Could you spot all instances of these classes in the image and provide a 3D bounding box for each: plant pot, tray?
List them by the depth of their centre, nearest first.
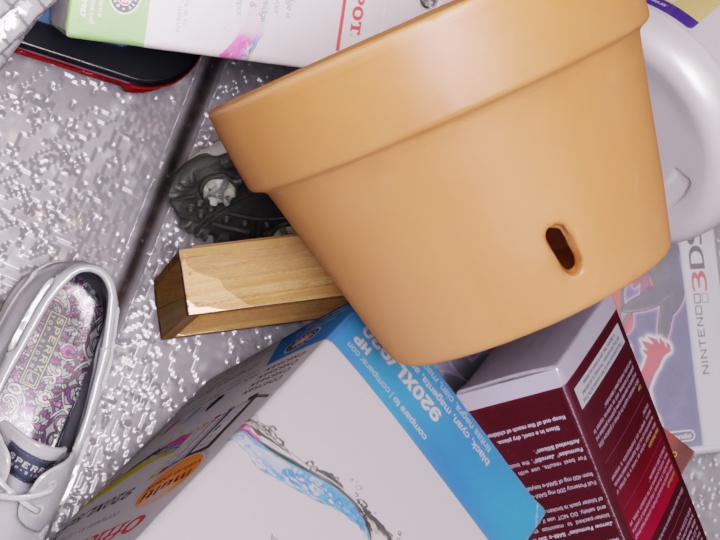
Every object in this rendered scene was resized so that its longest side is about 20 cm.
[{"bbox_3d":[0.049,-0.048,0.817,0.200,0.200,0.141,-26,97,-24],"label":"plant pot"},{"bbox_3d":[0.000,0.000,0.936,0.199,0.099,0.037,-6,83,-15],"label":"tray"}]

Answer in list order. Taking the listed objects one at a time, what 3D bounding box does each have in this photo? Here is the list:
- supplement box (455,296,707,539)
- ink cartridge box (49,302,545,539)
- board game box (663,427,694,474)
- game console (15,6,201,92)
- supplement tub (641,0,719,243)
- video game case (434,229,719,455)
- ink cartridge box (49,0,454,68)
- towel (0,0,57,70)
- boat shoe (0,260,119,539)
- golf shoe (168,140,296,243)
[{"bbox_3d":[0.126,0.125,0.941,0.201,0.061,0.109,67,27,-10],"label":"supplement box"},{"bbox_3d":[-0.045,0.139,0.855,0.145,0.147,0.200,53,45,-8],"label":"ink cartridge box"},{"bbox_3d":[0.096,0.157,1.000,0.103,0.019,0.200,36,77,-21],"label":"board game box"},{"bbox_3d":[-0.164,-0.196,0.946,0.199,0.031,0.178,17,77,-21],"label":"game console"},{"bbox_3d":[0.196,-0.122,1.016,0.200,0.145,0.146,-39,99,-35],"label":"supplement tub"},{"bbox_3d":[0.120,0.021,1.041,0.199,0.023,0.183,-4,84,-23],"label":"video game case"},{"bbox_3d":[-0.047,-0.164,0.917,0.199,0.067,0.118,6,99,-18],"label":"ink cartridge box"},{"bbox_3d":[-0.263,-0.113,0.847,0.200,0.086,0.166,-47,110,-3],"label":"towel"},{"bbox_3d":[-0.165,0.088,0.887,0.072,0.068,0.201,29,73,-17],"label":"boat shoe"},{"bbox_3d":[-0.010,-0.072,0.980,0.199,0.077,0.088,-17,48,-9],"label":"golf shoe"}]
